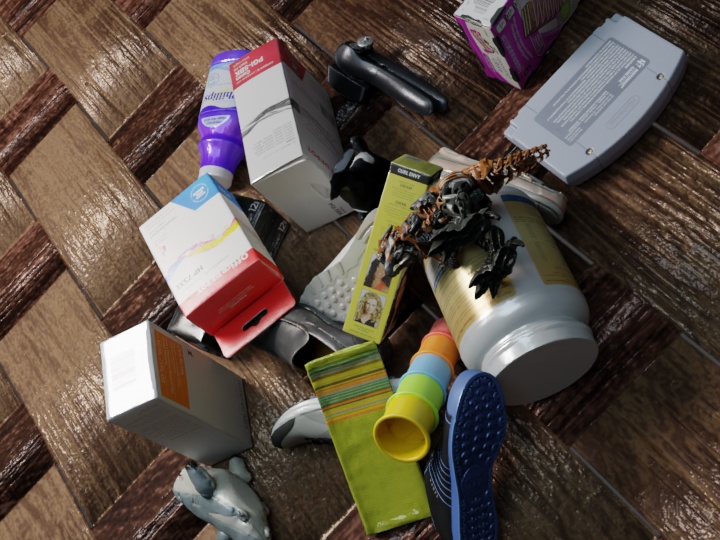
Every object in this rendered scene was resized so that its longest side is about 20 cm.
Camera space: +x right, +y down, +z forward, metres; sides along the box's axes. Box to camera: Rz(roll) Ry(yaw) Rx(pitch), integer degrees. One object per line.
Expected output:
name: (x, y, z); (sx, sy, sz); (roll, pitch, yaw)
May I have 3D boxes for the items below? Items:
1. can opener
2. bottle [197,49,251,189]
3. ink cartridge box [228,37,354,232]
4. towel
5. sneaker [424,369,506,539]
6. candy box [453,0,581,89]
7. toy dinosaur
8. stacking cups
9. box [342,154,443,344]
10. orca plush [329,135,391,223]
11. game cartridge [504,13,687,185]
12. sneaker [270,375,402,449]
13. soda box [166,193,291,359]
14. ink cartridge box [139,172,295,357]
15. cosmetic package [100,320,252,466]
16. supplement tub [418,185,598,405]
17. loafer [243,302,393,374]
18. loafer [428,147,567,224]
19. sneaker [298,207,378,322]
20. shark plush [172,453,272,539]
can opener: (0.038, -0.253, 1.340); (0.199, 0.079, 0.063); (30, 44, 33)
bottle: (-0.188, -0.213, 1.430); (0.083, 0.065, 0.202); (-2, 66, 27)
ink cartridge box: (-0.088, -0.172, 1.305); (0.082, 0.147, 0.201); (-25, 56, 17)
towel: (0.010, 0.182, 1.096); (0.085, 0.018, 0.202); (-20, 90, 16)
sneaker: (0.098, 0.189, 1.025); (0.078, 0.070, 0.202); (25, 117, 57)
candy box: (0.210, -0.344, 1.232); (0.061, 0.136, 0.201); (29, 83, 34)
toy dinosaur: (0.097, -0.058, 1.006); (0.201, 0.101, 0.136); (-57, 29, 30)
stacking cups: (0.068, 0.114, 1.075); (0.060, 0.061, 0.200); (-9, 28, 24)
box: (0.036, -0.024, 1.131); (0.050, 0.075, 0.202); (19, 108, 10)
orca plush: (0.022, -0.115, 1.203); (0.070, 0.200, 0.106); (-4, 80, 14)
game cartridge: (0.280, -0.198, 1.186); (0.200, 0.040, 0.133); (-46, 50, 2)
sneaker: (-0.015, 0.177, 1.145); (0.199, 0.074, 0.080); (-18, 71, 23)
soda box: (-0.169, 0.006, 1.310); (0.063, 0.071, 0.201); (15, 74, 33)
ink cartridge box: (-0.176, -0.007, 1.235); (0.116, 0.067, 0.201); (-38, 57, 5)
cosmetic package: (-0.212, 0.148, 1.185); (0.071, 0.200, 0.102); (-24, 58, 15)
supplement tub: (0.155, 0.026, 1.077); (0.144, 0.145, 0.201); (-30, 56, 13)
loafer: (-0.062, 0.087, 1.193); (0.198, 0.073, 0.072); (9, 27, 30)
loafer: (0.158, -0.107, 1.191); (0.199, 0.072, 0.063); (16, 68, 36)
sneaker: (0.000, 0.000, 1.227); (0.076, 0.081, 0.200); (42, 110, -2)
shark plush: (-0.141, 0.298, 1.182); (0.200, 0.091, 0.084); (41, 109, 16)
